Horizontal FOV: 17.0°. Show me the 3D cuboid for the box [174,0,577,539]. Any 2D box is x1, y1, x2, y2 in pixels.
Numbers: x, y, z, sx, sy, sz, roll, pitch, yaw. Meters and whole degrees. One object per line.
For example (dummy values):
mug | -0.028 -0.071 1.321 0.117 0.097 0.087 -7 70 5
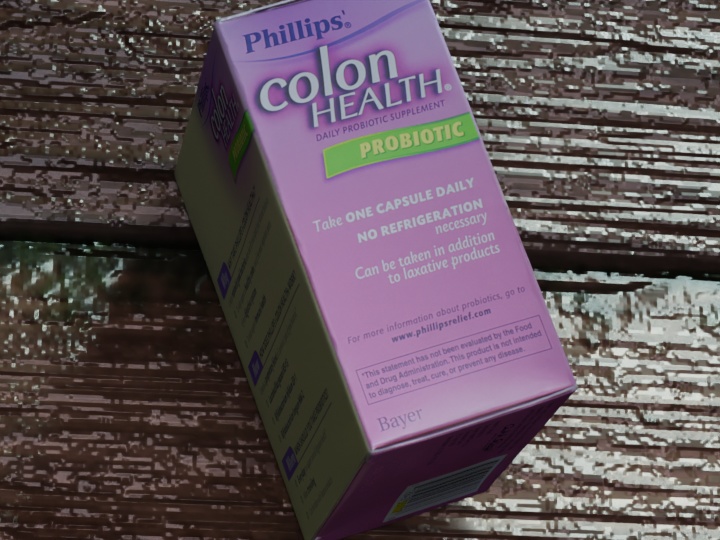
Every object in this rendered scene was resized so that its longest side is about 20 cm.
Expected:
box | 0.000 0.000 1.077 0.097 0.176 0.200 -17 74 -15
